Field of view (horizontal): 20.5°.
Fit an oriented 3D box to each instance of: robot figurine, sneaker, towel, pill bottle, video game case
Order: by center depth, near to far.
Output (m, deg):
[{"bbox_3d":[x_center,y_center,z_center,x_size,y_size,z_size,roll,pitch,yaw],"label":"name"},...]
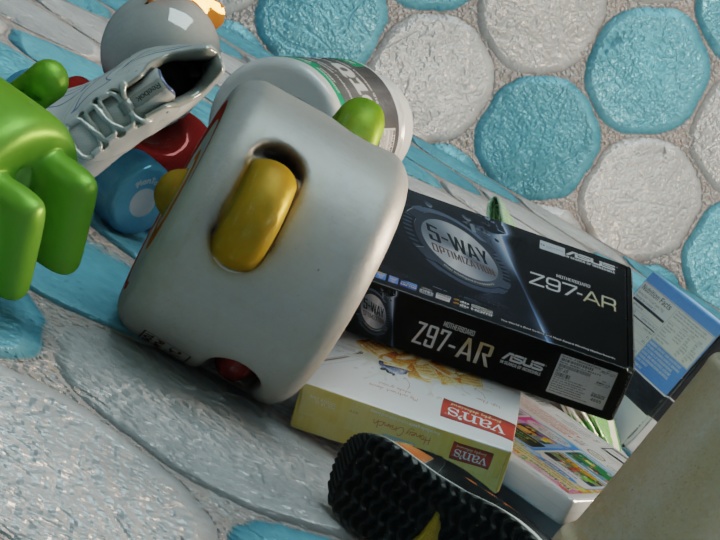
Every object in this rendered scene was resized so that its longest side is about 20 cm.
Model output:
[{"bbox_3d":[0.074,0.156,1.121,0.200,0.070,0.090,35,13,37],"label":"sneaker"},{"bbox_3d":[-0.246,-0.068,1.159,0.200,0.116,0.175,35,40,23],"label":"robot figurine"},{"bbox_3d":[0.113,0.118,1.420,0.200,0.024,0.182,34,14,31],"label":"video game case"},{"bbox_3d":[-0.182,-0.115,1.435,0.075,0.200,0.087,56,-30,-10],"label":"sneaker"},{"bbox_3d":[0.151,0.057,1.558,0.200,0.023,0.153,58,15,-25],"label":"towel"},{"bbox_3d":[-0.033,-0.113,1.586,0.113,0.114,0.200,33,15,14],"label":"pill bottle"}]

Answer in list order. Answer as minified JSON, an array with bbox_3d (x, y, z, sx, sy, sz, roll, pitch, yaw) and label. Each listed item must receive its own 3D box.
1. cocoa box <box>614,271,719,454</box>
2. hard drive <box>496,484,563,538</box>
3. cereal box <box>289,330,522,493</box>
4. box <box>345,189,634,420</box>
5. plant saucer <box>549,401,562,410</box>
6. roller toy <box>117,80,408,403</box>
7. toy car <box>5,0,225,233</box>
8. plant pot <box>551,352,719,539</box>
[{"bbox_3d":[0.297,0.123,1.701,0.200,0.131,0.133,38,4,-30],"label":"cocoa box"},{"bbox_3d":[0.171,0.181,1.436,0.199,0.025,0.132,23,12,-40],"label":"hard drive"},{"bbox_3d":[0.039,0.066,1.349,0.143,0.040,0.200,18,25,0],"label":"cereal box"},{"bbox_3d":[0.090,0.018,1.379,0.199,0.044,0.160,19,27,-2],"label":"box"},{"bbox_3d":[0.121,0.107,1.658,0.199,0.032,0.200,30,10,-6],"label":"plant saucer"},{"bbox_3d":[-0.068,-0.020,1.264,0.139,0.183,0.200,29,32,-9],"label":"roller toy"},{"bbox_3d":[-0.157,-0.145,1.585,0.176,0.201,0.184,20,14,-48],"label":"toy car"},{"bbox_3d":[0.230,0.161,1.241,0.200,0.184,0.200,30,9,-5],"label":"plant pot"}]
